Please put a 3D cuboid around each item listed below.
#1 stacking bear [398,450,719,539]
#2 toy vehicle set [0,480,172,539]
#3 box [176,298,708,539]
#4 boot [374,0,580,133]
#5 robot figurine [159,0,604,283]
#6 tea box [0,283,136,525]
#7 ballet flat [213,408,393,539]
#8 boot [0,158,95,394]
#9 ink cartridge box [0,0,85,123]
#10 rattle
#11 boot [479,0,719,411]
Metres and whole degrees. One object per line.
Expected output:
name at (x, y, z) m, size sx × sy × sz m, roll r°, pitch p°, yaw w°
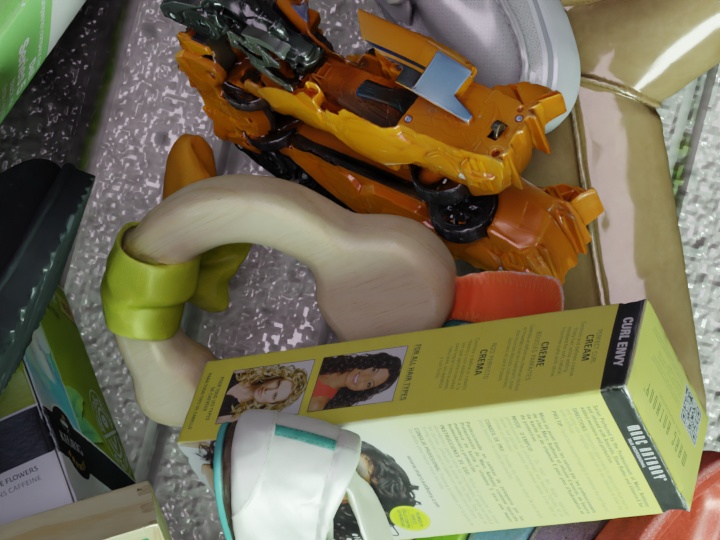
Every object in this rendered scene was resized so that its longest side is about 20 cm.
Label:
stacking bear at (0.046, 0.115, 1.201) m, size 0.199 × 0.113 × 0.122 m, roll 20°, pitch 122°, yaw 34°
toy vehicle set at (-0.115, 0.180, 1.142) m, size 0.124 × 0.027 × 0.201 m, roll -18°, pitch 129°, yaw -1°
box at (0.032, 0.065, 1.124) m, size 0.199 × 0.075 × 0.050 m, roll -10°, pitch 41°, yaw 27°
boot at (0.008, -0.136, 1.214) m, size 0.074 × 0.095 × 0.200 m, roll -52°, pitch 59°, yaw 28°
robot figurine at (0.004, -0.065, 1.207) m, size 0.199 × 0.145 × 0.058 m, roll 27°, pitch 67°, yaw 32°
tea box at (-0.212, 0.090, 1.213) m, size 0.199 × 0.134 × 0.198 m, roll -25°, pitch 68°, yaw 5°
ballet flat at (-0.015, 0.134, 1.134) m, size 0.069 × 0.201 × 0.070 m, roll -4°, pitch 43°, yaw 4°
boot at (-0.206, 0.001, 1.092) m, size 0.162 × 0.074 × 0.199 m, roll 24°, pitch 46°, yaw 1°
ink cartridge box at (-0.168, -0.185, 1.233) m, size 0.145 × 0.084 × 0.201 m, roll 28°, pitch 62°, yaw 7°
rattle at (0.000, 0.000, 1.208) m, size 0.199 × 0.143 × 0.131 m, roll -9°, pitch 100°, yaw 16°
boot at (0.131, -0.034, 1.235) m, size 0.174 × 0.066 × 0.201 m, roll -8°, pitch 84°, yaw 22°
